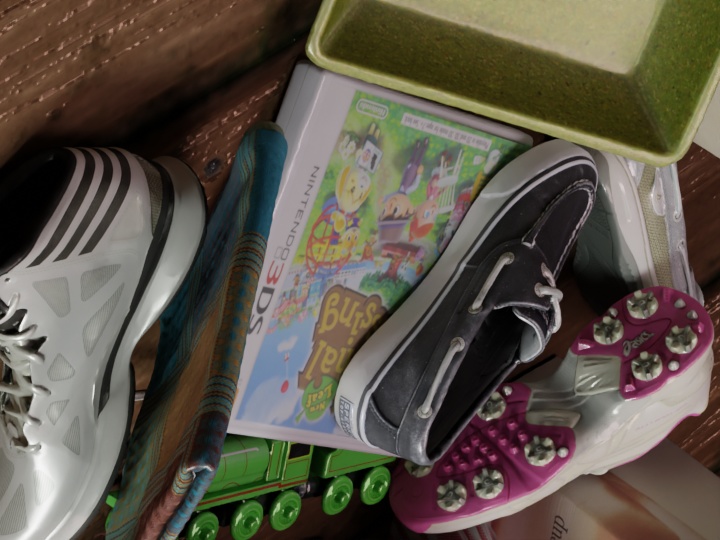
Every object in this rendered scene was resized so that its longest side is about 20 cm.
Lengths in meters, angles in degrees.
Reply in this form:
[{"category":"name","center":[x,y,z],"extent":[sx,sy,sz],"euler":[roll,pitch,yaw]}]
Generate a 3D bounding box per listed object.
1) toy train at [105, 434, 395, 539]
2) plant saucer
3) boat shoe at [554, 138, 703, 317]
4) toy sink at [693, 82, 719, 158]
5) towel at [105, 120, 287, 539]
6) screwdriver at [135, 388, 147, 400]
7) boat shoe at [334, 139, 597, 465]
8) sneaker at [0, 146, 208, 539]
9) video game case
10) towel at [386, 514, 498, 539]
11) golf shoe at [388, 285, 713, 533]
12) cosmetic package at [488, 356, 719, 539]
[{"category":"toy train","center":[-0.053,0.105,1.537],"extent":[0.200,0.042,0.057],"euler":[-10,118,-47]},{"category":"plant saucer","center":[0.094,-0.168,1.390],"extent":[0.199,0.048,0.200],"euler":[15,112,-18]},{"category":"boat shoe","center":[0.157,-0.018,1.657],"extent":[0.065,0.074,0.202],"euler":[-38,138,-14]},{"category":"toy sink","center":[0.204,-0.150,1.536],"extent":[0.112,0.130,0.200],"euler":[-45,146,-13]},{"category":"towel","center":[-0.077,0.046,1.320],"extent":[0.147,0.022,0.200],"euler":[121,-15,-46]},{"category":"screwdriver","center":[-0.077,0.055,1.476],"extent":[0.200,0.029,0.028],"euler":[-1,122,-47]},{"category":"boat shoe","center":[0.071,0.017,1.514],"extent":[0.200,0.068,0.072],"euler":[-48,142,-25]},{"category":"sneaker","center":[-0.154,0.033,1.326],"extent":[0.115,0.076,0.201],"euler":[13,102,-46]},{"category":"video game case","center":[0.000,0.000,1.488],"extent":[0.200,0.022,0.183],"euler":[13,99,-56]},{"category":"towel","center":[0.041,0.219,1.665],"extent":[0.030,0.146,0.201],"euler":[4,122,-25]},{"category":"golf shoe","center":[0.110,0.092,1.620],"extent":[0.200,0.075,0.092],"euler":[-30,144,-3]},{"category":"cosmetic package","center":[0.146,0.153,1.684],"extent":[0.087,0.200,0.104],"euler":[-26,138,-33]}]
